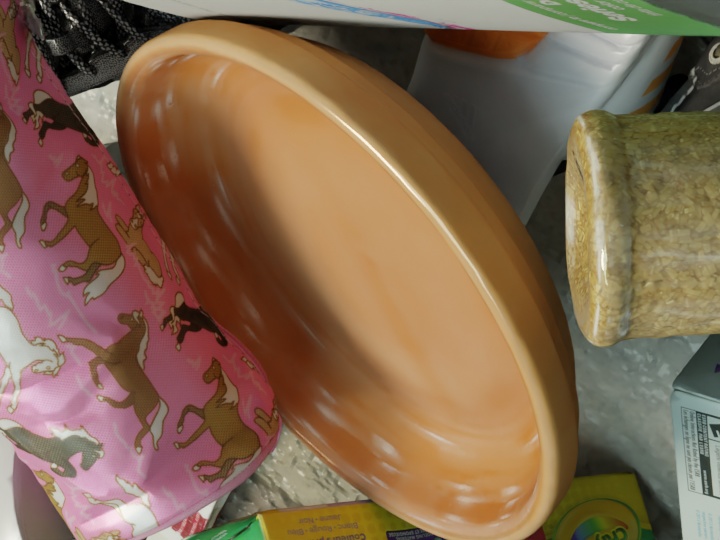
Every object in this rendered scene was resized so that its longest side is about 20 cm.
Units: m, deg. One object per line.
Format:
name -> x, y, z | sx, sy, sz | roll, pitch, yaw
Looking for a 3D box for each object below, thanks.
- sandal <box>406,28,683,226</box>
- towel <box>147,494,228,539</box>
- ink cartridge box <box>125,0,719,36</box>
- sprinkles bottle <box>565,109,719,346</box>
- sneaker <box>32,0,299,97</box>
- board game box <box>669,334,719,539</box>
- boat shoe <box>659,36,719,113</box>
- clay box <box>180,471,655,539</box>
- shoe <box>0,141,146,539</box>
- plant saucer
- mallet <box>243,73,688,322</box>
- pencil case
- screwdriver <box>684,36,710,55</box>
sandal -> 0.059, -0.067, 0.864 | 0.079, 0.059, 0.207 | 52, 139, 22
towel -> -0.113, 0.056, 1.146 | 0.144, 0.023, 0.200 | 38, 137, 9
ink cartridge box -> 0.014, -0.147, 0.777 | 0.199, 0.084, 0.146 | 5, 89, 35
sprinkles bottle -> 0.160, -0.016, 0.759 | 0.199, 0.068, 0.068 | -3, 130, -2
sneaker -> -0.100, -0.084, 0.945 | 0.199, 0.114, 0.076 | -6, 120, 41
board game box -> 0.209, 0.101, 0.897 | 0.199, 0.064, 0.148 | 15, 133, 30
boat shoe -> 0.139, -0.066, 0.808 | 0.070, 0.067, 0.200 | 12, 146, -29
clay box -> -0.001, 0.121, 0.984 | 0.115, 0.199, 0.048 | -39, 63, 49
shoe -> -0.123, 0.046, 1.004 | 0.091, 0.201, 0.071 | -25, 131, 33
plant saucer -> 0.000, 0.000, 0.871 | 0.200, 0.037, 0.201 | 38, 153, 24
mallet -> 0.038, -0.032, 0.947 | 0.199, 0.066, 0.041 | -24, 106, 31
pencil case -> -0.106, -0.003, 0.894 | 0.086, 0.083, 0.200 | -23, 110, 23
screwdriver -> 0.129, -0.047, 0.862 | 0.200, 0.029, 0.028 | 43, 139, -1
